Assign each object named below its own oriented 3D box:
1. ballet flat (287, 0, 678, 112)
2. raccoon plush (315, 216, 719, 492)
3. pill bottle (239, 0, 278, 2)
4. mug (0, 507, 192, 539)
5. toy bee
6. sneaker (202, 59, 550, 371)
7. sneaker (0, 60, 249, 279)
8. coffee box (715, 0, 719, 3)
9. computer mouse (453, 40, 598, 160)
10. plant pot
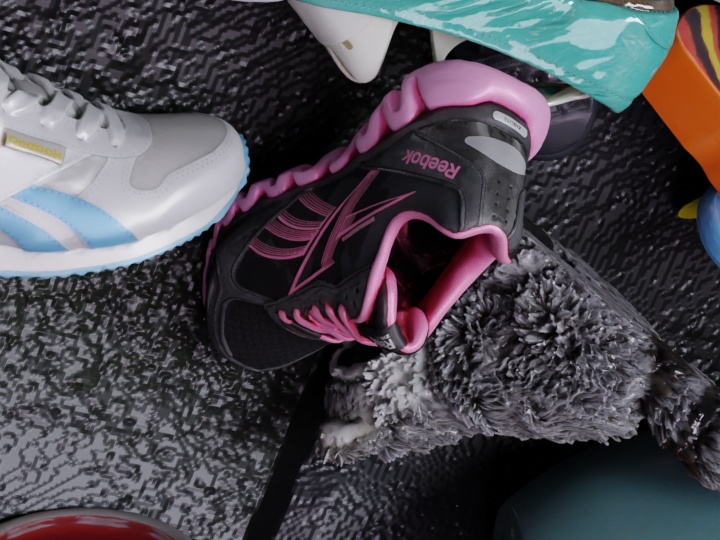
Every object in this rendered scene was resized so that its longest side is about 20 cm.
[{"bbox_3d":[0.028,-0.103,1.026,0.199,0.067,0.071,13,106,-8],"label":"ballet flat"},{"bbox_3d":[0.070,0.069,1.094,0.134,0.200,0.097,-50,149,9],"label":"raccoon plush"},{"bbox_3d":[-0.036,-0.205,0.887,0.114,0.114,0.201,13,113,-25],"label":"pill bottle"},{"bbox_3d":[-0.142,0.219,1.116,0.177,0.133,0.201,-5,114,-20],"label":"mug"},{"bbox_3d":[0.198,-0.030,1.127,0.109,0.131,0.201,-30,110,-43],"label":"toy bee"},{"bbox_3d":[0.000,0.000,1.042,0.079,0.096,0.200,21,139,-29],"label":"sneaker"},{"bbox_3d":[-0.139,-0.046,1.012,0.199,0.077,0.081,-6,116,-20],"label":"sneaker"},{"bbox_3d":[0.215,-0.151,1.085,0.199,0.080,0.113,19,106,-27],"label":"coffee box"},{"bbox_3d":[0.059,-0.138,1.068,0.058,0.034,0.201,-11,115,5],"label":"computer mouse"},{"bbox_3d":[0.146,0.160,1.158,0.160,0.201,0.201,-3,117,-7],"label":"plant pot"}]
